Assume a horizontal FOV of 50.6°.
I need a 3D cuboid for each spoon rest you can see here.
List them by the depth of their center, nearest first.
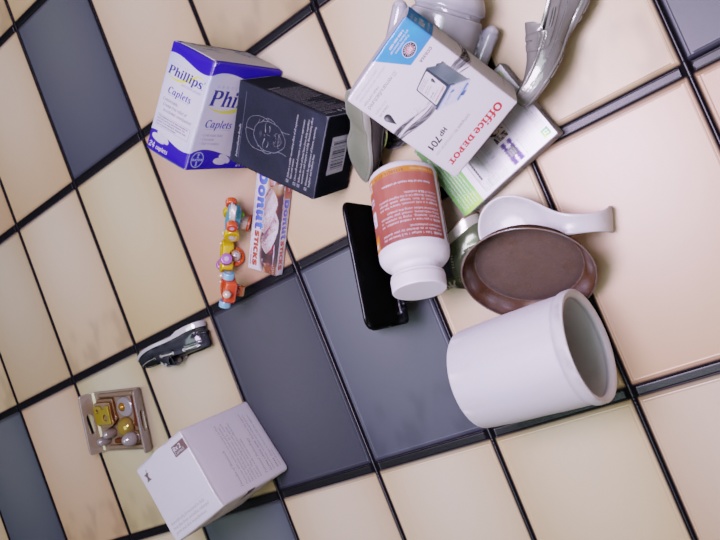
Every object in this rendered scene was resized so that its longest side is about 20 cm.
[{"bbox_3d":[0.273,-0.069,1.139,0.199,0.061,0.100,-5,94,22],"label":"spoon rest"}]

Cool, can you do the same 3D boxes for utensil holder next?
[{"bbox_3d":[0.254,0.137,1.143,0.199,0.170,0.171,-22,86,35],"label":"utensil holder"}]

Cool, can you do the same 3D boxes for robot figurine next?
[{"bbox_3d":[0.124,-0.359,1.170,0.169,0.113,0.201,14,108,-2],"label":"robot figurine"}]

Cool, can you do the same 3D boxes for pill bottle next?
[{"bbox_3d":[0.078,-0.061,1.187,0.112,0.112,0.201,-21,64,32],"label":"pill bottle"}]

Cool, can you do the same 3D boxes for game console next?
[{"bbox_3d":[0.000,0.000,1.257,0.176,0.116,0.201,-21,78,61],"label":"game console"}]

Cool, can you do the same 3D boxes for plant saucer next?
[{"bbox_3d":[0.252,-0.002,1.142,0.199,0.035,0.201,8,139,7],"label":"plant saucer"}]

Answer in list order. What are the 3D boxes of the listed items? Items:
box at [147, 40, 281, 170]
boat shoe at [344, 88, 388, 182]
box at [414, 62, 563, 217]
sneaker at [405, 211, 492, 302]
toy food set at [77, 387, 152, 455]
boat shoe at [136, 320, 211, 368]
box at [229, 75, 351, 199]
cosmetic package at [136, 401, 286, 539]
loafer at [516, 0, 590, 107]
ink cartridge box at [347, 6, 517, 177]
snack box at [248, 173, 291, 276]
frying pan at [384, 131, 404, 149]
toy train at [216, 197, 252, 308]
[{"bbox_3d":[-0.262,-0.293,1.376,0.105,0.184,0.201,31,113,25],"label":"box"},{"bbox_3d":[0.017,-0.224,1.247,0.072,0.060,0.202,49,160,27],"label":"boat shoe"},{"bbox_3d":[0.197,-0.202,1.198,0.200,0.036,0.145,-42,75,28],"label":"box"},{"bbox_3d":[0.147,0.004,1.240,0.200,0.067,0.090,-48,68,25],"label":"sneaker"},{"bbox_3d":[-0.564,0.349,1.739,0.199,0.060,0.144,-10,93,32],"label":"toy food set"},{"bbox_3d":[-0.392,0.171,1.597,0.200,0.075,0.061,-31,76,32],"label":"boat shoe"},{"bbox_3d":[-0.115,-0.236,1.329,0.199,0.107,0.149,27,120,25],"label":"box"},{"bbox_3d":[-0.289,0.390,1.495,0.165,0.200,0.165,-43,76,30],"label":"cosmetic package"},{"bbox_3d":[0.265,-0.336,1.100,0.069,0.070,0.201,23,98,-3],"label":"loafer"},{"bbox_3d":[0.104,-0.257,1.104,0.199,0.086,0.147,34,116,-10],"label":"ink cartridge box"},{"bbox_3d":[-0.171,-0.095,1.447,0.072,0.024,0.201,16,106,30],"label":"snack box"},{"bbox_3d":[0.073,-0.258,1.242,0.189,0.031,0.116,5,111,46],"label":"frying pan"},{"bbox_3d":[-0.236,-0.036,1.449,0.150,0.055,0.201,-135,53,-66],"label":"toy train"}]
